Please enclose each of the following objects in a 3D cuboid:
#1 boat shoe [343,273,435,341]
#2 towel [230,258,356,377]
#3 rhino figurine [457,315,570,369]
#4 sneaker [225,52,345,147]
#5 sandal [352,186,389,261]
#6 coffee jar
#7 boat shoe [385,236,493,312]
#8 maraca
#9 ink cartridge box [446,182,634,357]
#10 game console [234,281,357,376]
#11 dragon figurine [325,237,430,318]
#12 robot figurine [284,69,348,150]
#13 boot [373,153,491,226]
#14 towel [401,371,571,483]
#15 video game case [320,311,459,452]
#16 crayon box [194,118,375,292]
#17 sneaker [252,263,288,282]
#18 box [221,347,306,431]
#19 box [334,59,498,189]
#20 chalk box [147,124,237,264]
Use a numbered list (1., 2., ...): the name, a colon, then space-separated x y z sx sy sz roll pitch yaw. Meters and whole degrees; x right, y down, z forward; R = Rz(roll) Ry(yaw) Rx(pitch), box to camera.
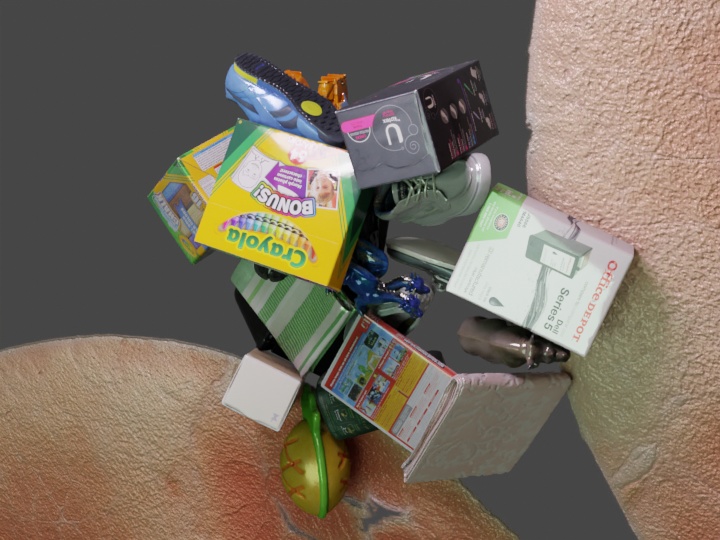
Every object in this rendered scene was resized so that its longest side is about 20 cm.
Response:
1. boat shoe: 0.033 0.077 1.741 0.074 0.065 0.202 34 139 -16
2. towel: -0.101 0.033 1.762 0.200 0.023 0.153 51 126 23
3. rhino figurine: 0.203 0.099 1.622 0.199 0.087 0.060 13 91 58
4. sneaker: -0.101 -0.211 1.666 0.199 0.066 0.079 36 128 16
5. sandal: 0.009 -0.077 1.708 0.075 0.048 0.202 -136 56 -61
6. coffee jar: 0.040 0.179 1.785 0.199 0.085 0.105 -13 104 31
7. boat shoe: 0.121 0.007 1.686 0.198 0.073 0.062 19 113 16
8. maraca: -0.070 0.274 1.867 0.106 0.137 0.202 -7 101 -15
9. ink cartridge box: 0.231 -0.002 1.577 0.199 0.084 0.147 25 103 8
10. game console: -0.075 0.033 1.837 0.200 0.116 0.177 -54 49 32
11. dragon figurine: 0.000 0.000 1.643 0.199 0.059 0.099 38 139 -3
12. robot figurine: -0.067 -0.175 1.729 0.144 0.058 0.202 8 111 27
13. boot: 0.087 -0.099 1.588 0.200 0.095 0.074 144 122 -64
14. towel: 0.168 0.209 1.674 0.032 0.199 0.192 57 132 38
15. video game case: 0.054 0.163 1.710 0.199 0.017 0.144 35 121 10
16. crayon box: -0.095 -0.086 1.614 0.198 0.058 0.174 18 84 19
17. sneaker: -0.073 -0.074 1.692 0.200 0.079 0.074 -39 116 7
18. box: -0.136 0.170 1.798 0.094 0.200 0.078 26 90 -1
19. box: 0.076 -0.186 1.560 0.121 0.200 0.107 -11 103 31
20. chalk box: -0.214 -0.102 1.782 0.124 0.124 0.200 56 148 -1
